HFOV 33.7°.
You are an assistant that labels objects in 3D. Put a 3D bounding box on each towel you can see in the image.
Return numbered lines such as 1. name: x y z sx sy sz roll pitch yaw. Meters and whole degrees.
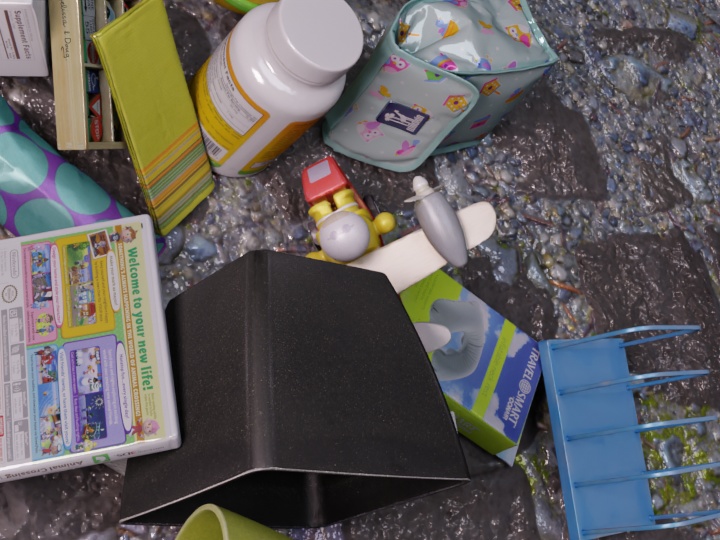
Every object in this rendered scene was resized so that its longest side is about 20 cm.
1. towel: -0.178 -0.134 1.039 0.086 0.018 0.201 -50 141 -40

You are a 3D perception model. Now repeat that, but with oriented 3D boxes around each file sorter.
1. file sorter: 0.282 0.158 1.193 0.138 0.122 0.201 3 75 -45

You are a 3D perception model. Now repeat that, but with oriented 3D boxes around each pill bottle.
1. pill bottle: -0.082 -0.172 1.077 0.111 0.200 0.112 12 65 -28

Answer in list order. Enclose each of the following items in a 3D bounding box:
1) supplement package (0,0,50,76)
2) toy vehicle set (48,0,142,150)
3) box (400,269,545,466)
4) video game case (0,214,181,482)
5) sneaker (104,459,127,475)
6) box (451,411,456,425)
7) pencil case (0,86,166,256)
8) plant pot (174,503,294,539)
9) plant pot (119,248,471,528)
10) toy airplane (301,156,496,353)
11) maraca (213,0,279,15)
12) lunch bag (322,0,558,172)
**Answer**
1. supplement package: -0.352 -0.230 0.945 0.199 0.110 0.114 -1 69 -8
2. toy vehicle set: -0.221 -0.203 1.007 0.124 0.026 0.201 -27 116 -74
3. box: 0.103 0.091 1.181 0.200 0.048 0.122 36 55 -15
4. video game case: -0.236 0.057 0.891 0.181 0.022 0.201 -10 58 -5
5. sneaker: -0.204 0.091 0.974 0.200 0.072 0.115 39 56 -27
6. box: 0.000 0.156 1.094 0.199 0.039 0.042 1 72 -32
7. pencil case: -0.260 -0.059 0.990 0.200 0.085 0.092 43 10 -11
8. plant pot: -0.040 0.284 0.855 0.199 0.187 0.188 19 62 -20
9. plant pot: -0.057 0.095 0.930 0.199 0.199 0.178 12 63 -37
10. toy airplane: 0.000 0.000 1.067 0.198 0.141 0.201 19 75 21
11. maraca: -0.102 -0.303 1.176 0.200 0.107 0.137 43 53 -11
12. lunch bag: 0.071 -0.190 1.199 0.199 0.170 0.122 -18 73 -36
